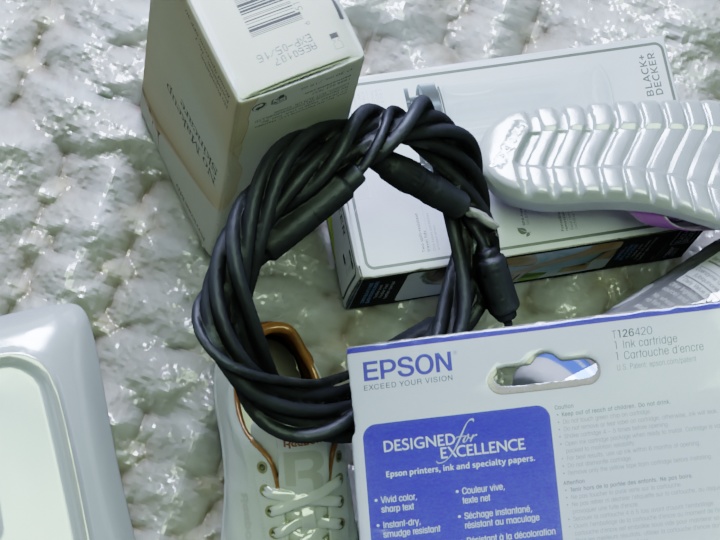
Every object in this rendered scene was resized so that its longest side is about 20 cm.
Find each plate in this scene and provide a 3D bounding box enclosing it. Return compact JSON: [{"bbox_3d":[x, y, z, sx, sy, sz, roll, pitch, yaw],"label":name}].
[{"bbox_3d":[-0.218,0.124,1.442,0.199,0.032,0.201,-11,75,-13],"label":"plate"}]

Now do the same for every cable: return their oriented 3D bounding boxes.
[{"bbox_3d":[0.000,0.000,1.406,0.200,0.051,0.164,-17,111,-37],"label":"cable"}]

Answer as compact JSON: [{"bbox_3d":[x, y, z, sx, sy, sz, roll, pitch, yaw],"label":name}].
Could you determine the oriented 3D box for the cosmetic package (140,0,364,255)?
[{"bbox_3d":[-0.060,-0.098,1.446,0.073,0.200,0.104,-21,71,-16],"label":"cosmetic package"}]

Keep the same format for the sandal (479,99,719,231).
[{"bbox_3d":[0.164,-0.051,1.491,0.202,0.050,0.083,8,56,3],"label":"sandal"}]

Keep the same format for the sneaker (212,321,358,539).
[{"bbox_3d":[-0.038,0.123,1.445,0.073,0.085,0.201,-11,76,-14],"label":"sneaker"}]

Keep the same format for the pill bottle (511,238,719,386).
[{"bbox_3d":[0.190,0.051,1.489,0.200,0.114,0.114,-31,80,-17],"label":"pill bottle"}]

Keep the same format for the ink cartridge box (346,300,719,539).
[{"bbox_3d":[0.098,0.125,1.350,0.197,0.047,0.201,-7,67,6],"label":"ink cartridge box"}]

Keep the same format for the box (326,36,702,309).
[{"bbox_3d":[0.079,-0.055,1.532,0.199,0.060,0.117,-10,75,-13],"label":"box"}]
